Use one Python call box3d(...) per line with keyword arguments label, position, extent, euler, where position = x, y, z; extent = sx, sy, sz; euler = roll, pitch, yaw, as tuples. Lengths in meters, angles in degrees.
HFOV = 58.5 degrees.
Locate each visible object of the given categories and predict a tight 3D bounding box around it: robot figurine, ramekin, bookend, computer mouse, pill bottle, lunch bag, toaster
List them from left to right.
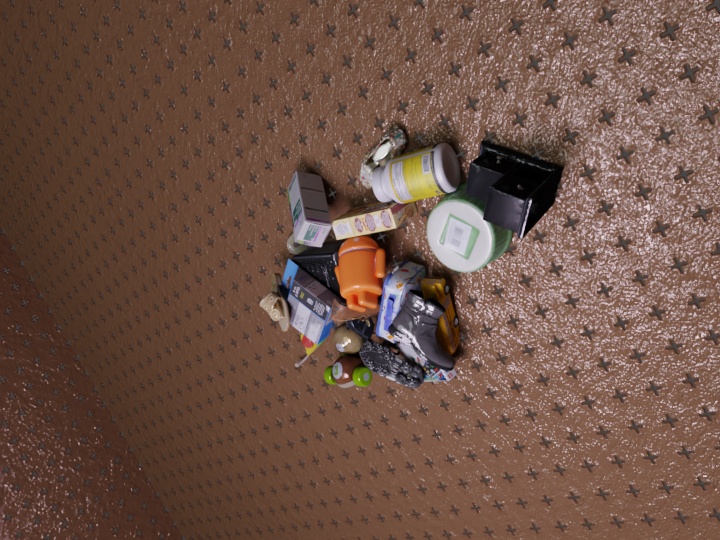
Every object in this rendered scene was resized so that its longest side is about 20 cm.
box3d(label="toaster", position=(-0.094, 0.025, 1.824), extent=(0.196, 0.118, 0.185), euler=(-3, 110, 38))
box3d(label="robot figurine", position=(-0.002, 0.000, 1.655), extent=(0.144, 0.113, 0.205), euler=(118, 151, -67))
box3d(label="computer mouse", position=(0.039, 0.182, 1.806), extent=(0.199, 0.059, 0.034), euler=(39, 152, -22))
box3d(label="lunch bag", position=(0.102, 0.078, 1.674), extent=(0.074, 0.160, 0.204), euler=(22, 124, 24))
box3d(label="pill bottle", position=(0.129, -0.224, 1.524), extent=(0.196, 0.112, 0.115), euler=(-9, 107, 34))
box3d(label="ramekin", position=(0.251, -0.095, 1.515), extent=(0.196, 0.097, 0.205), euler=(17, 122, 29))
box3d(label="bookend", position=(0.300, -0.178, 1.369), extent=(0.197, 0.198, 0.094), euler=(25, 128, 25))

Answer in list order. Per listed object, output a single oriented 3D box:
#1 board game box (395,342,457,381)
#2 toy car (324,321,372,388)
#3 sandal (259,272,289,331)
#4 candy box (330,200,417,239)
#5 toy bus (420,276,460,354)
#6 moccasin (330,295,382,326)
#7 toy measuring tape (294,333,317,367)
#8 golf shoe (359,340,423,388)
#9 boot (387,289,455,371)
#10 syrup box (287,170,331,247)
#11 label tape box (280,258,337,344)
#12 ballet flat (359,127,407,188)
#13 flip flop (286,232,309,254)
box3d(label="board game box", position=(0.173, 0.237, 1.729), extent=(0.128, 0.034, 0.200), euler=(58, 159, -2))
box3d(label="toy car", position=(-0.042, 0.216, 1.845), extent=(0.162, 0.157, 0.203), euler=(-7, 114, 48))
box3d(label="sandal", position=(-0.251, 0.089, 1.802), extent=(0.214, 0.068, 0.079), euler=(-108, 30, -45))
box3d(label="candy box", position=(0.034, -0.136, 1.648), extent=(0.197, 0.115, 0.056), euler=(-8, 109, 39))
box3d(label="toy bus", position=(0.202, 0.116, 1.660), extent=(0.064, 0.079, 0.203), euler=(4, 129, 34))
box3d(label="moccasin", position=(0.006, 0.104, 1.738), extent=(0.074, 0.198, 0.079), euler=(43, 127, 34))
box3d(label="toy measuring tape", position=(-0.169, 0.229, 2.019), extent=(0.074, 0.073, 0.200), euler=(48, 131, 6))
box3d(label="golf shoe", position=(0.085, 0.266, 1.768), extent=(0.198, 0.079, 0.095), euler=(31, 173, 20))
box3d(label="boot", position=(0.175, 0.147, 1.580), extent=(0.198, 0.070, 0.133), euler=(33, 105, -2))
box3d(label="syrup box", position=(-0.138, -0.166, 1.716), extent=(0.203, 0.080, 0.079), euler=(-103, 32, -41))
box3d(label="label tape box", position=(-0.160, 0.088, 1.784), extent=(0.198, 0.063, 0.146), euler=(35, 129, 18))
box3d(label="ballet flat", position=(0.043, -0.277, 1.606), extent=(0.076, 0.064, 0.201), euler=(45, 132, 8))
box3d(label="flip flop", position=(-0.161, -0.106, 1.850), extent=(0.082, 0.057, 0.199), euler=(53, 132, 2))
